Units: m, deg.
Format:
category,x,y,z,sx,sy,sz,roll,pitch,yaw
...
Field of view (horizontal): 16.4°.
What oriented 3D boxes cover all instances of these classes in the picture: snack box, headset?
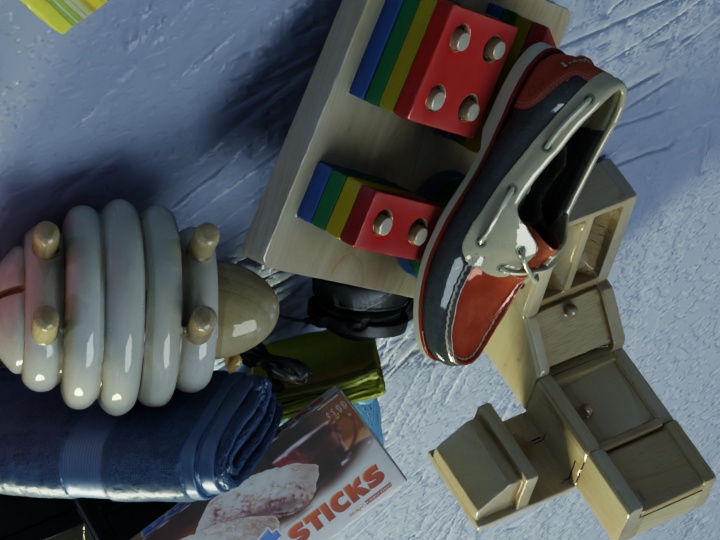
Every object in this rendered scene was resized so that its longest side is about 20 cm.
category,x,y,z,sx,sy,sz,roll,pitch,yaw
snack box,-0.072,0.158,1.504,0.200,0.072,0.024,-37,-168,-3
headset,0.000,0.000,1.568,0.200,0.094,0.124,-37,130,-26

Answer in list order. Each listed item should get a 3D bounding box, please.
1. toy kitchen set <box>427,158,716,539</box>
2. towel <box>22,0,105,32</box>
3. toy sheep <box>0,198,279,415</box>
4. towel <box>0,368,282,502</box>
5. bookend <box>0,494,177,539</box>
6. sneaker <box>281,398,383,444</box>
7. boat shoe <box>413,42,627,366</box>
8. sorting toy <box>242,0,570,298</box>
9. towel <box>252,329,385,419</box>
category,x,y,z,sx,sy,sz,roll,pitch,yaw
toy kitchen set,0.141,0.073,1.749,0.163,0.200,0.181,-21,150,-24
towel,-0.093,-0.198,1.261,0.200,0.018,0.086,-37,156,4
toy sheep,-0.146,0.020,1.443,0.199,0.138,0.138,5,142,-9
towel,-0.155,0.101,1.488,0.112,0.199,0.049,-57,143,-59
bookend,-0.175,0.173,1.577,0.199,0.199,0.092,-21,150,-19
sneaker,-0.050,0.129,1.725,0.078,0.090,0.200,-12,166,-35
boat shoe,0.092,-0.031,1.447,0.071,0.062,0.201,9,107,-55
sorting toy,0.050,-0.076,1.477,0.198,0.069,0.201,12,103,-54
towel,-0.030,0.061,1.613,0.086,0.018,0.200,-13,-170,0
